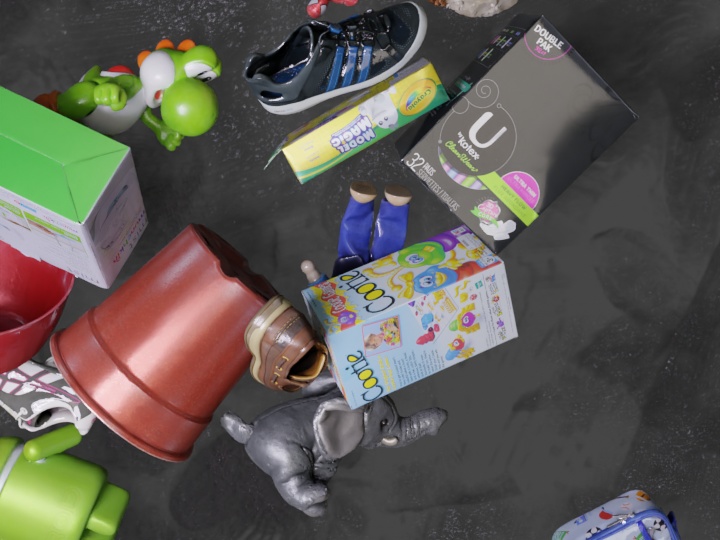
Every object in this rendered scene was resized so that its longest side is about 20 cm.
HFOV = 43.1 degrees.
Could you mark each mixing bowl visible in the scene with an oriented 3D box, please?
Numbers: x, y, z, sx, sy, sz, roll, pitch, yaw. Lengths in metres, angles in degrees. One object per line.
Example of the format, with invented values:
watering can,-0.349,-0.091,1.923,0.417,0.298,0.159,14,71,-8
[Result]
mixing bowl,-0.412,0.044,0.990,0.199,0.200,0.109,9,127,-3

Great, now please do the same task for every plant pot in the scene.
plant pot,-0.194,0.067,0.993,0.201,0.201,0.195,43,94,-12

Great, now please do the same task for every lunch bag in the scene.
lunch bag,0.343,0.381,1.148,0.160,0.076,0.200,-27,106,5

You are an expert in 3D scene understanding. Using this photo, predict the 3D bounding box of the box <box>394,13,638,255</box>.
box,0.157,-0.147,0.959,0.149,0.124,0.200,43,101,-12

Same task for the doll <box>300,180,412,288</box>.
doll,0.000,0.000,1.041,0.136,0.048,0.201,4,113,-12

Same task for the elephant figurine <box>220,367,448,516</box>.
elephant figurine,-0.025,0.176,1.068,0.200,0.155,0.142,-42,60,0

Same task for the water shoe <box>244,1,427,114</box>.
water shoe,-0.024,-0.227,0.946,0.200,0.079,0.072,-28,65,8

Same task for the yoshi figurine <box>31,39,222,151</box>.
yoshi figurine,-0.234,-0.167,0.962,0.200,0.112,0.112,-22,113,4

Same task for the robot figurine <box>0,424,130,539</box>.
robot figurine,-0.381,0.269,1.082,0.200,0.116,0.176,22,117,-7

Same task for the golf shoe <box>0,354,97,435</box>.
golf shoe,-0.393,0.134,1.046,0.199,0.088,0.077,5,150,-1

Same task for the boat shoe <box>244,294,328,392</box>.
boat shoe,-0.072,0.094,0.957,0.068,0.200,0.072,37,73,15

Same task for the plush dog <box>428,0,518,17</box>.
plush dog,0.133,-0.328,0.881,0.199,0.161,0.172,-6,132,-24

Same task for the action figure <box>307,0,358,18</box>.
action figure,0.011,-0.334,0.919,0.065,0.099,0.200,39,105,-11

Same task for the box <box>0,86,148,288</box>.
box,-0.331,-0.086,0.919,0.200,0.177,0.097,25,69,4

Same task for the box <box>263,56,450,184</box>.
box,-0.007,-0.154,0.959,0.200,0.117,0.048,-27,104,8

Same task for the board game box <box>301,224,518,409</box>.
board game box,0.053,0.047,0.993,0.200,0.103,0.105,-22,122,-10
